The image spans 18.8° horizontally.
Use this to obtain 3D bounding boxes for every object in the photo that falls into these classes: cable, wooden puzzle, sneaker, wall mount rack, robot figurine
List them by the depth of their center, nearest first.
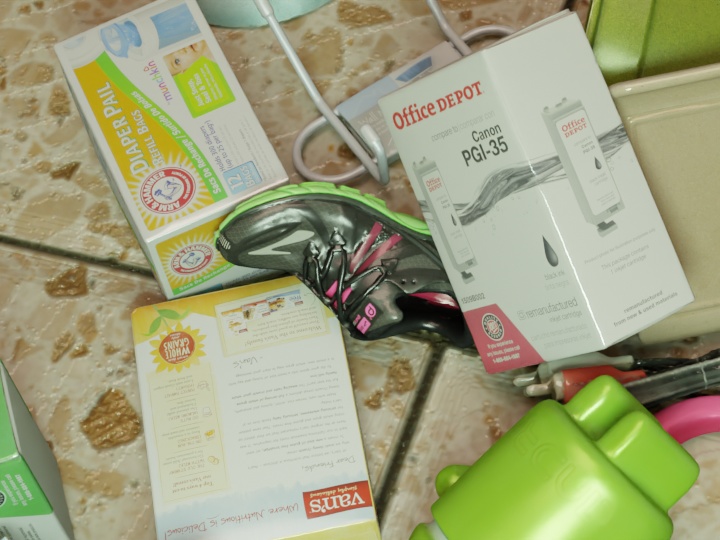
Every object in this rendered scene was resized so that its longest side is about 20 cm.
[{"bbox_3d":[0.107,0.160,1.316,0.200,0.116,0.176,-45,38,3],"label":"robot figurine"},{"bbox_3d":[0.199,0.059,1.402,0.199,0.097,0.051,-18,90,2],"label":"cable"},{"bbox_3d":[0.257,-0.053,1.407,0.184,0.201,0.037,-11,30,2],"label":"wooden puzzle"},{"bbox_3d":[0.000,0.000,1.448,0.199,0.077,0.084,13,53,-8],"label":"sneaker"},{"bbox_3d":[0.020,-0.157,1.582,0.199,0.075,0.174,-31,57,-12],"label":"wall mount rack"}]

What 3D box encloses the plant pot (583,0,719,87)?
[{"bbox_3d":[0.243,-0.135,1.475,0.192,0.201,0.201,13,59,4],"label":"plant pot"}]

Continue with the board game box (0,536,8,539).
[{"bbox_3d":[-0.263,0.275,1.329,0.200,0.103,0.105,-34,58,-13],"label":"board game box"}]

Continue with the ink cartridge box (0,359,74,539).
[{"bbox_3d":[-0.298,0.152,1.391,0.199,0.146,0.084,-18,56,-2],"label":"ink cartridge box"}]

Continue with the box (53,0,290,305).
[{"bbox_3d":[-0.126,-0.083,1.543,0.112,0.102,0.200,-25,56,-7],"label":"box"}]

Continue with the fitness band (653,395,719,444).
[{"bbox_3d":[0.233,0.166,1.356,0.143,0.037,0.201,-6,55,6],"label":"fitness band"}]

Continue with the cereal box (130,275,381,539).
[{"bbox_3d":[-0.072,0.102,1.448,0.143,0.040,0.201,-11,56,0],"label":"cereal box"}]

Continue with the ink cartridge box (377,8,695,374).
[{"bbox_3d":[0.108,-0.047,1.392,0.083,0.146,0.201,-24,93,-29],"label":"ink cartridge box"}]

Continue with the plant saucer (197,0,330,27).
[{"bbox_3d":[-0.083,-0.280,1.703,0.200,0.039,0.202,-5,56,7],"label":"plant saucer"}]
